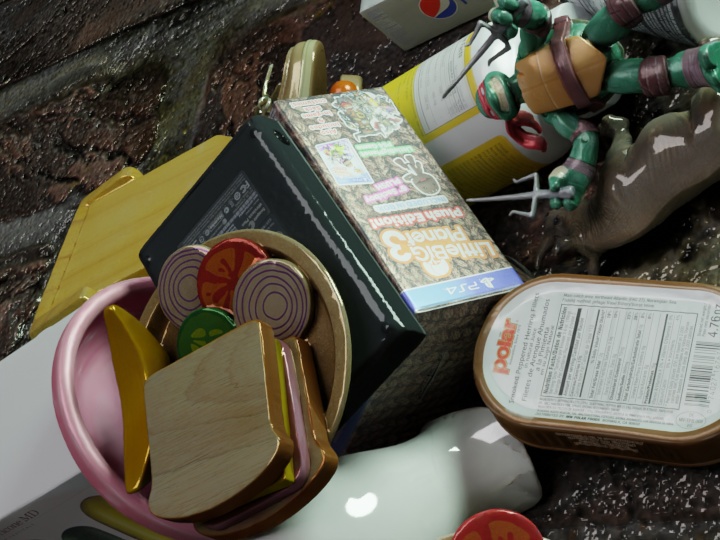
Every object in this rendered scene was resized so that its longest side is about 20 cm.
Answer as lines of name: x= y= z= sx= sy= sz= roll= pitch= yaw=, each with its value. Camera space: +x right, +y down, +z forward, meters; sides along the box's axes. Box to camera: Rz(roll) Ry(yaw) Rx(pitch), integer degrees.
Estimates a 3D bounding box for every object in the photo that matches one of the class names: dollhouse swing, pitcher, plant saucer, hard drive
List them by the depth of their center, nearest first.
hard drive: x=-0.058 y=0.016 z=1.112 sx=0.140 sy=0.033 sz=0.201 roll=-47 pitch=57 yaw=20
pitcher: x=-0.002 y=0.175 z=1.115 sx=0.199 sy=0.122 sz=0.171 roll=-31 pitch=6 yaw=-32
plant saucer: x=-0.129 y=0.102 z=1.177 sx=0.051 sy=0.199 sz=0.202 roll=-43 pitch=37 yaw=42
dollhouse swing: x=-0.163 y=0.013 z=1.432 sx=0.174 sy=0.183 sz=0.201 roll=-13 pitch=32 yaw=13

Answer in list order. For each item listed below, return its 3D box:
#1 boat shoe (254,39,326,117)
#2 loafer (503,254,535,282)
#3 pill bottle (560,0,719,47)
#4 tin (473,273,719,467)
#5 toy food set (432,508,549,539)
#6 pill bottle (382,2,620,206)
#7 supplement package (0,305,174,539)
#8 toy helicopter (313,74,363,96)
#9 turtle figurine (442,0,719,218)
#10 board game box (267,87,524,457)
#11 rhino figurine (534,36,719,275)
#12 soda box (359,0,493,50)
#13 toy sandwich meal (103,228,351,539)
boat shoe: x=-0.072 y=-0.096 z=1.394 sx=0.073 sy=0.062 sz=0.202 roll=-49 pitch=-27 yaw=-72
loafer: x=0.114 y=0.039 z=1.156 sx=0.072 sy=0.063 sz=0.200 roll=-53 pitch=37 yaw=5
pill bottle: x=0.202 y=-0.227 z=1.208 sx=0.107 sy=0.106 sz=0.200 roll=-58 pitch=37 yaw=-1
tin: x=0.164 y=0.059 z=1.058 sx=0.198 sy=0.042 sz=0.113 roll=3 pitch=62 yaw=29
toy food set: x=0.075 y=0.246 z=0.984 sx=0.199 sy=0.049 sz=0.199 roll=27 pitch=88 yaw=13
pill bottle: x=0.091 y=-0.116 z=1.252 sx=0.199 sy=0.112 sz=0.113 roll=-27 pitch=46 yaw=34
supplement package: x=-0.171 y=0.146 z=1.290 sx=0.151 sy=0.199 sz=0.152 roll=-31 pitch=44 yaw=32
toy helicopter: x=-0.014 y=-0.109 z=1.371 sx=0.078 sy=0.133 sz=0.201 roll=-2 pitch=34 yaw=4
turtle figurine: x=0.136 y=-0.130 z=1.111 sx=0.199 sy=0.150 sz=0.101 roll=-22 pitch=23 yaw=28
board game box: x=0.000 y=0.000 z=1.185 sx=0.201 sy=0.096 sz=0.160 roll=56 pitch=139 yaw=30
rhino figurine: x=0.190 y=-0.063 z=1.147 sx=0.200 sy=0.060 sz=0.088 roll=-41 pitch=39 yaw=24
soda box: x=0.093 y=-0.257 z=1.390 sx=0.199 sy=0.063 sz=0.069 roll=-20 pitch=50 yaw=39
toy sandwich meal: x=-0.091 y=0.068 z=1.056 sx=0.204 sy=0.070 sz=0.207 roll=-10 pitch=73 yaw=34
